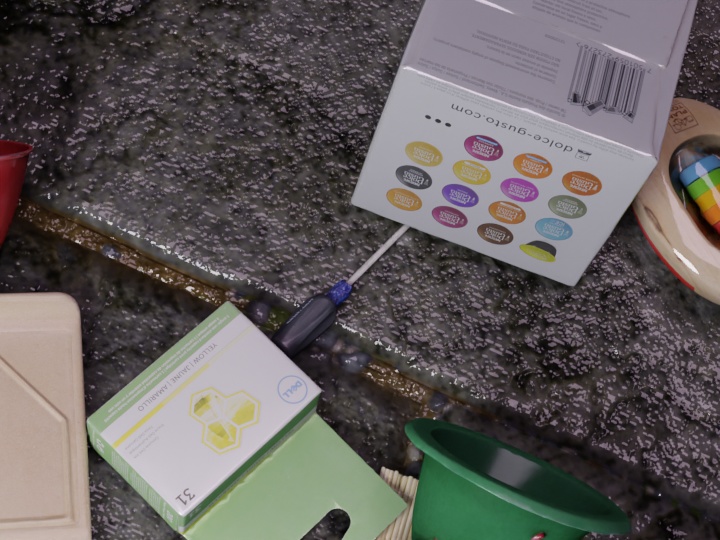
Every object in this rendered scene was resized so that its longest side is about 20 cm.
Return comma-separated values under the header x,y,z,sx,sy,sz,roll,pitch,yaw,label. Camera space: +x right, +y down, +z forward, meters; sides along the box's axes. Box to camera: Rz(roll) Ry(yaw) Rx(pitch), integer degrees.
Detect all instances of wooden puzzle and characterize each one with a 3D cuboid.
x,y,z,sx,sy,sz,roll,pitch,yaw,label
-0.289,0.117,1.107,0.184,0.037,0.201,-1,71,-13,wooden puzzle

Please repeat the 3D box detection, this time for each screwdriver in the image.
x,y,z,sx,sy,sz,roll,pitch,yaw,label
0.000,0.000,1.225,0.028,0.029,0.200,41,65,8,screwdriver

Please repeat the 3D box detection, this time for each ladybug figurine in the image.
x,y,z,sx,sy,sz,roll,pitch,yaw,label
0.287,-0.052,1.287,0.135,0.072,0.201,-21,72,-20,ladybug figurine

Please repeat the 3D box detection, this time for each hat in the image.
x,y,z,sx,sy,sz,roll,pitch,yaw,label
0.069,0.216,1.112,0.199,0.166,0.177,25,96,16,hat

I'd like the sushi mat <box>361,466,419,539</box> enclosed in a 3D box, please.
x,y,z,sx,sy,sz,roll,pitch,yaw,label
0.035,0.247,1.128,0.095,0.012,0.201,18,64,-3,sushi mat

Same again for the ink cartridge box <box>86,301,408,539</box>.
x,y,z,sx,sy,sz,roll,pitch,yaw,label
-0.079,0.139,1.126,0.200,0.048,0.145,42,64,16,ink cartridge box

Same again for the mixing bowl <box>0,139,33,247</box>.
x,y,z,sx,sy,sz,roll,pitch,yaw,label
-0.330,-0.034,1.097,0.199,0.200,0.109,-2,101,-13,mixing bowl

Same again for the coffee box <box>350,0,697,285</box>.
x,y,z,sx,sy,sz,roll,pitch,yaw,label
0.128,-0.143,1.221,0.198,0.198,0.201,20,59,-2,coffee box
